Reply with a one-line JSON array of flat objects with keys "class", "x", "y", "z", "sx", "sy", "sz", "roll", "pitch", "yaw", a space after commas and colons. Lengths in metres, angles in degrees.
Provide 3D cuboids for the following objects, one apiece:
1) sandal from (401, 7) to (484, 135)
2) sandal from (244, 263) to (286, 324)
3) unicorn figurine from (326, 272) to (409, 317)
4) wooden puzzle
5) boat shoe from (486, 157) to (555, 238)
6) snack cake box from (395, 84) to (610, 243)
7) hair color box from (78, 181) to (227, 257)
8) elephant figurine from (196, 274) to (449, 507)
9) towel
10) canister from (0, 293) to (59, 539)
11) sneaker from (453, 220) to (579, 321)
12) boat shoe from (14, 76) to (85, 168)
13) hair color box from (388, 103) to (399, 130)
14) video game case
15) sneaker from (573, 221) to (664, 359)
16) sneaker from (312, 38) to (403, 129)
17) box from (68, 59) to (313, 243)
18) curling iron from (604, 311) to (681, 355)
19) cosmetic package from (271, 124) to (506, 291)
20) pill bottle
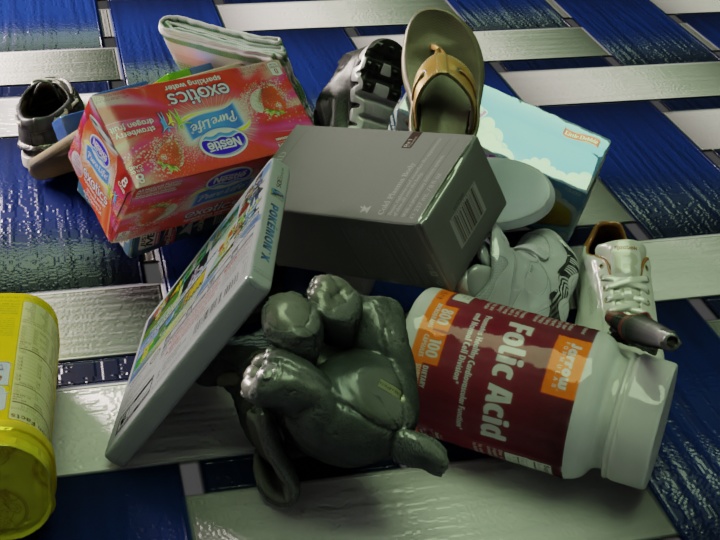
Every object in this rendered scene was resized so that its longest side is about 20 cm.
[{"class": "sandal", "x": 0.074, "y": -0.154, "z": 1.131, "sx": 0.080, "sy": 0.054, "sz": 0.202, "roll": 3, "pitch": 73, "yaw": 3}, {"class": "sandal", "x": -0.098, "y": -0.015, "z": 1.141, "sx": 0.074, "sy": 0.045, "sz": 0.200, "roll": 9, "pitch": 32, "yaw": 9}, {"class": "unicorn figurine", "x": 0.000, "y": 0.000, "z": 1.095, "sx": 0.136, "sy": 0.074, "sz": 0.201, "roll": -2, "pitch": 36, "yaw": 11}, {"class": "wooden puzzle", "x": -0.232, "y": -0.161, "z": 1.253, "sx": 0.184, "sy": 0.047, "sz": 0.200, "roll": -24, "pitch": 0, "yaw": -35}, {"class": "boat shoe", "x": 0.094, "y": -0.050, "z": 1.175, "sx": 0.200, "sy": 0.086, "sz": 0.075, "roll": -8, "pitch": 62, "yaw": 22}, {"class": "snack cake box", "x": 0.134, "y": -0.115, "z": 1.207, "sx": 0.199, "sy": 0.115, "sz": 0.068, "roll": 25, "pitch": 69, "yaw": 10}, {"class": "hair color box", "x": -0.165, "y": -0.096, "z": 1.211, "sx": 0.199, "sy": 0.061, "sz": 0.100, "roll": -24, "pitch": 60, "yaw": -35}, {"class": "elephant figurine", "x": -0.041, "y": 0.100, "z": 0.906, "sx": 0.140, "sy": 0.200, "sz": 0.156, "roll": 12, "pitch": 57, "yaw": -20}, {"class": "towel", "x": -0.120, "y": -0.196, "z": 1.309, "sx": 0.148, "sy": 0.200, "sz": 0.031, "roll": 19, "pitch": 72, "yaw": 20}, {"class": "canister", "x": -0.295, "y": 0.101, "z": 0.899, "sx": 0.147, "sy": 0.087, "sz": 0.200, "roll": -2, "pitch": 31, "yaw": -9}, {"class": "sneaker", "x": 0.128, "y": -0.003, "z": 1.067, "sx": 0.075, "sy": 0.115, "sz": 0.200, "roll": -28, "pitch": 23, "yaw": 29}, {"class": "boat shoe", "x": -0.349, "y": -0.181, "z": 1.368, "sx": 0.073, "sy": 0.061, "sz": 0.201, "roll": -4, "pitch": 31, "yaw": -2}, {"class": "hair color box", "x": 0.065, "y": -0.133, "z": 1.332, "sx": 0.198, "sy": 0.061, "sz": 0.100, "roll": 0, "pitch": 33, "yaw": -5}, {"class": "video game case", "x": -0.123, "y": 0.029, "z": 0.946, "sx": 0.022, "sy": 0.200, "sz": 0.183, "roll": 32, "pitch": 27, "yaw": -17}, {"class": "sneaker", "x": 0.223, "y": 0.025, "z": 1.073, "sx": 0.072, "sy": 0.085, "sz": 0.201, "roll": 2, "pitch": 33, "yaw": -5}, {"class": "sneaker", "x": -0.013, "y": -0.134, "z": 1.238, "sx": 0.066, "sy": 0.202, "sz": 0.090, "roll": 15, "pitch": 0, "yaw": -34}, {"class": "box", "x": -0.148, "y": -0.110, "z": 1.109, "sx": 0.199, "sy": 0.096, "sz": 0.100, "roll": -17, "pitch": 70, "yaw": -34}, {"class": "curling iron", "x": 0.216, "y": 0.046, "z": 0.920, "sx": 0.049, "sy": 0.026, "sz": 0.200, "roll": 21, "pitch": -1, "yaw": 5}, {"class": "cosmetic package", "x": 0.008, "y": -0.056, "z": 1.029, "sx": 0.199, "sy": 0.090, "sz": 0.107, "roll": 9, "pitch": 54, "yaw": 36}, {"class": "pill bottle", "x": 0.130, "y": 0.091, "z": 0.929, "sx": 0.198, "sy": 0.115, "sz": 0.114, "roll": 14, "pitch": 33, "yaw": 18}]
